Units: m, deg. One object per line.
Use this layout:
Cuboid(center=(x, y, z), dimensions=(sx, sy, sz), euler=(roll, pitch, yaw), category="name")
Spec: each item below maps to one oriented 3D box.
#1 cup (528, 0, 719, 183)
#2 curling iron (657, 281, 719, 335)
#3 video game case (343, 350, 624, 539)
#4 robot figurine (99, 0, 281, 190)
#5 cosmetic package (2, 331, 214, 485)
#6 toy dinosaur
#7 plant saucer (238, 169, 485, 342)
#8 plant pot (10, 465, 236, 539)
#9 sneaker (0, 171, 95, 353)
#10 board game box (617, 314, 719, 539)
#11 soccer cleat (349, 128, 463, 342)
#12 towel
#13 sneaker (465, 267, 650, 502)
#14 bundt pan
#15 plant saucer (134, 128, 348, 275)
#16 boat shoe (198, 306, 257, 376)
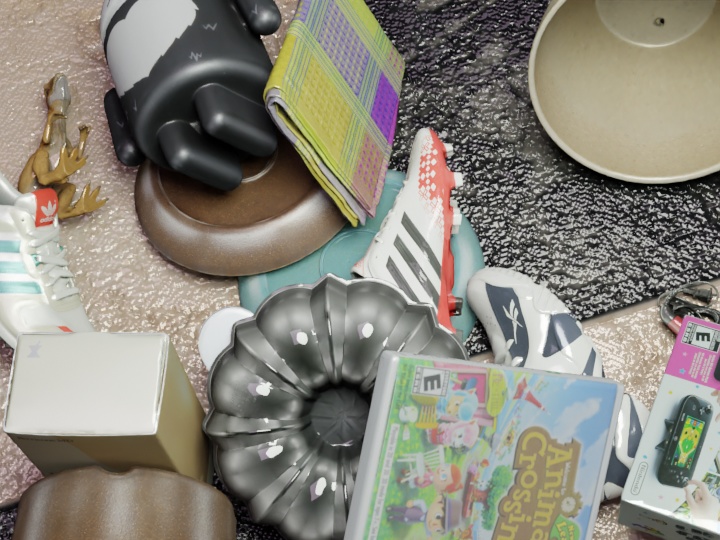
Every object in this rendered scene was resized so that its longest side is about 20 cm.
Cuboid(center=(0.237, -0.192, 1.061), dimensions=(0.200, 0.200, 0.143), euler=(5, 41, 6), category="cup")
Cuboid(center=(0.303, 0.081, 1.002), dimensions=(0.050, 0.026, 0.200), euler=(-39, 69, -10), category="curling iron")
Cuboid(center=(0.079, 0.161, 0.889), dimensions=(0.182, 0.022, 0.200), euler=(9, 96, -25), category="video game case")
Cuboid(center=(-0.135, -0.159, 1.048), dimensions=(0.150, 0.125, 0.200), euler=(-18, 56, -8), category="robot figurine")
Cuboid(center=(-0.167, 0.113, 0.926), dimensions=(0.105, 0.200, 0.071), euler=(0, 64, 5), category="cosmetic package")
Cuboid(center=(-0.267, -0.066, 1.107), dimensions=(0.106, 0.060, 0.200), euler=(6, 66, 42), category="toy dinosaur")
Cuboid(center=(0.000, 0.000, 1.063), dimensions=(0.200, 0.027, 0.200), euler=(-2, 66, 3), category="plant saucer")
Cuboid(center=(-0.162, 0.248, 0.879), dimensions=(0.200, 0.200, 0.198), euler=(-3, 57, 3), category="plant pot")
Cuboid(center=(-0.258, -0.011, 1.031), dimensions=(0.200, 0.070, 0.093), euler=(47, 107, 10), category="sneaker")
Cuboid(center=(0.291, 0.130, 0.888), dimensions=(0.200, 0.064, 0.148), euler=(18, 67, 17), category="board game box")
Cuboid(center=(0.035, -0.019, 1.019), dimensions=(0.085, 0.069, 0.200), euler=(0, 70, 0), category="soccer cleat")
Cuboid(center=(-0.017, -0.147, 1.049), dimensions=(0.023, 0.144, 0.200), euler=(-17, 40, 29), category="towel")
Cuboid(center=(0.115, 0.098, 0.978), dimensions=(0.130, 0.080, 0.199), euler=(-33, 77, -20), category="sneaker")
Cuboid(center=(-0.013, 0.103, 0.919), dimensions=(0.202, 0.076, 0.202), euler=(0, 91, 0), category="bundt pan")
Cuboid(center=(-0.092, -0.087, 1.088), dimensions=(0.200, 0.032, 0.200), euler=(-5, 57, 8), category="plant saucer")
Cuboid(center=(-0.052, 0.114, 0.991), dimensions=(0.072, 0.068, 0.200), euler=(-36, 89, 1), category="boat shoe")
